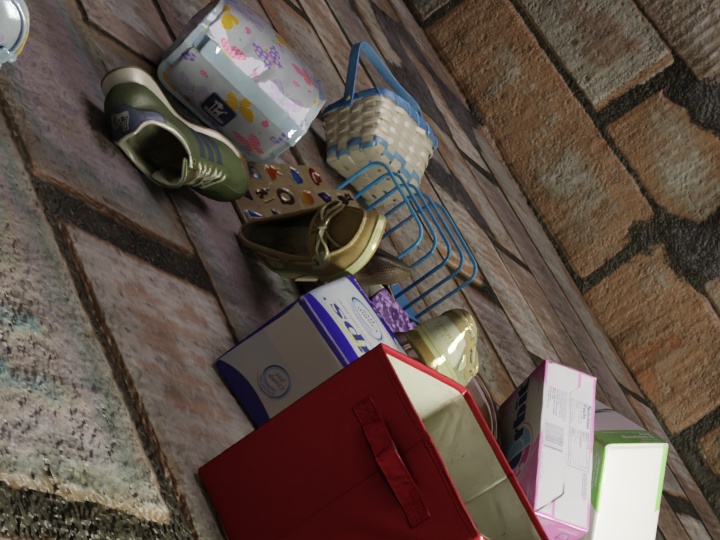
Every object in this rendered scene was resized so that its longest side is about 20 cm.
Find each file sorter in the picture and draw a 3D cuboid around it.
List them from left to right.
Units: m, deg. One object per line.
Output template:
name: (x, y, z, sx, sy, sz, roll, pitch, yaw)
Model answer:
file sorter: (0.044, -0.036, 1.892, 0.139, 0.122, 0.200, 61, 15, 25)

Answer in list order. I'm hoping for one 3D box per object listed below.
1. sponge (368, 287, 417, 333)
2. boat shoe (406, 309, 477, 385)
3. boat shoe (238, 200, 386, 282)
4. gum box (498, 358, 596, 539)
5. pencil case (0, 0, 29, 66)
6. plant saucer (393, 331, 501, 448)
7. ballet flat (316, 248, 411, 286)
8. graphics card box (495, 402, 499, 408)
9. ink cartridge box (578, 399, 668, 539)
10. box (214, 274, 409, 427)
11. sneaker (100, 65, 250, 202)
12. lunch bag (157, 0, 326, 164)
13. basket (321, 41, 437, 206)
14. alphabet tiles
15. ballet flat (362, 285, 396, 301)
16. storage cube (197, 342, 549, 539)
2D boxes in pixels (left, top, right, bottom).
sponge: (0.057, 0.123, 1.615, 0.200, 0.030, 0.112, 49, 42, -3)
boat shoe: (0.092, 0.075, 1.483, 0.073, 0.063, 0.201, 56, 3, 15)
boat shoe: (-0.050, -0.034, 1.495, 0.063, 0.074, 0.200, 30, -17, -29)
gum box: (0.193, 0.203, 1.598, 0.066, 0.114, 0.201, 21, 52, -14)
pencil case: (-0.320, -0.250, 1.231, 0.091, 0.083, 0.201, 40, 20, -41)
plant saucer: (0.078, 0.149, 1.571, 0.199, 0.032, 0.201, 22, 49, -27)
ballet flat: (0.000, 0.000, 1.618, 0.067, 0.047, 0.200, 27, 9, 18)
graphics card box: (0.121, 0.173, 1.814, 0.200, 0.051, 0.126, 42, 18, -41)
ink cartridge box: (0.256, 0.233, 1.701, 0.084, 0.146, 0.200, 1, 13, -20)
box: (-0.016, 0.115, 1.363, 0.184, 0.105, 0.200, 55, 14, 2)
sneaker: (-0.176, -0.106, 1.440, 0.200, 0.067, 0.090, 42, 26, -42)
lunch bag: (-0.134, -0.214, 1.669, 0.169, 0.127, 0.200, 42, 7, -15)
basket: (0.026, -0.210, 2.165, 0.176, 0.139, 0.201, 45, 47, -37)
alphabet tiles: (-0.060, -0.055, 1.677, 0.199, 0.006, 0.167, 1, 52, -47)
ballet flat: (0.006, 0.013, 1.744, 0.201, 0.068, 0.075, 62, -9, 18)
storage cube: (0.017, 0.190, 1.139, 0.200, 0.179, 0.171, 33, 26, -60)
